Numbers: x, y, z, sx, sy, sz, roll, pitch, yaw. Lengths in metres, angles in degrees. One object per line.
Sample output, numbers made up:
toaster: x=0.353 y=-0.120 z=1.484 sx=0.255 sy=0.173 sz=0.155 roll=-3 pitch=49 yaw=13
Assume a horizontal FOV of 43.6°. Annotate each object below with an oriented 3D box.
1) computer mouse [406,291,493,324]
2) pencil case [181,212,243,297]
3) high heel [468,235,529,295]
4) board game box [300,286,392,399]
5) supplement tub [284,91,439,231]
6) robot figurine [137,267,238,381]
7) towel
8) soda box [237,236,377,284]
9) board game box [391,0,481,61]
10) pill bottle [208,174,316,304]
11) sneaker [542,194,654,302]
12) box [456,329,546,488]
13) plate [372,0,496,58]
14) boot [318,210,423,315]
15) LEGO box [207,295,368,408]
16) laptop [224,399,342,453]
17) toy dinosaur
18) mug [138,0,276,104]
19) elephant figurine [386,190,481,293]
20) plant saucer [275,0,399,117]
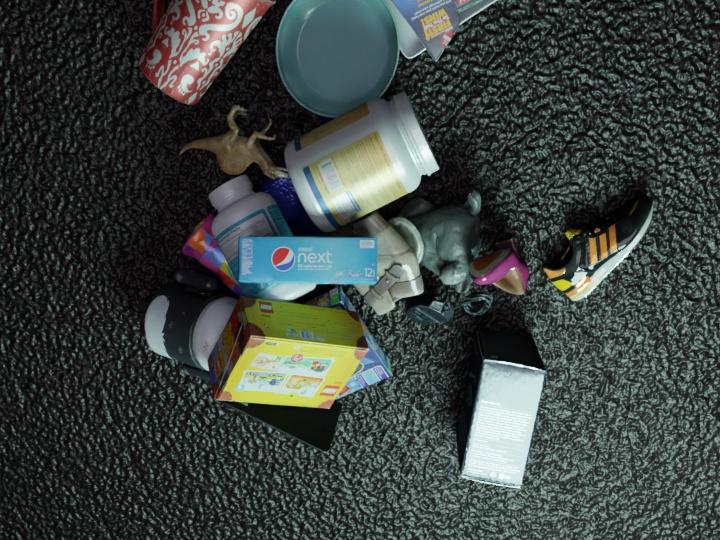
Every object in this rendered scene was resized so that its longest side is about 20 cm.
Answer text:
computer mouse: x=0.139 y=0.051 z=1.412 sx=0.058 sy=0.198 sz=0.035 roll=34 pitch=63 yaw=-25
pencil case: x=-0.192 y=-0.002 z=1.452 sx=0.199 sy=0.089 sz=0.089 roll=42 pitch=104 yaw=-7
high heel: x=0.220 y=0.014 z=1.370 sx=0.066 sy=0.199 sz=0.098 roll=-15 pitch=99 yaw=29
board game box: x=-0.047 y=0.126 z=1.452 sx=0.133 sy=0.035 sz=0.201 roll=-23 pitch=131 yaw=11
supplement tub: x=0.002 y=-0.160 z=1.316 sx=0.197 sy=0.145 sz=0.147 roll=-25 pitch=103 yaw=9
robot figurine: x=-0.264 y=0.088 z=1.444 sx=0.197 sy=0.151 sz=0.126 roll=14 pitch=64 yaw=29
towel: x=-0.056 y=-0.141 z=1.426 sx=0.200 sy=0.050 sz=0.148 roll=-43 pitch=104 yaw=13
soda box: x=-0.074 y=-0.014 z=1.280 sx=0.195 sy=0.068 sz=0.066 roll=1 pitch=87 yaw=-1
board game box: x=0.115 y=-0.419 z=1.296 sx=0.196 sy=0.062 sz=0.203 roll=-22 pitch=104 yaw=9
pill bottle: x=-0.155 y=-0.039 z=1.369 sx=0.109 sy=0.111 sz=0.203 roll=-28 pitch=88 yaw=11
sneaker: x=0.370 y=-0.049 z=1.407 sx=0.089 sy=0.070 sz=0.201 roll=35 pitch=106 yaw=-9
box: x=0.222 y=0.218 z=1.449 sx=0.102 sy=0.148 sz=0.205 roll=10 pitch=106 yaw=1
plate: x=0.100 y=-0.454 z=1.335 sx=0.197 sy=0.032 sz=0.202 roll=-32 pitch=101 yaw=10
boot: x=0.000 y=0.000 z=1.379 sx=0.198 sy=0.070 sz=0.148 roll=-19 pitch=106 yaw=40
LEGO box: x=-0.108 y=0.126 z=1.342 sx=0.196 sy=0.078 sz=0.150 roll=9 pitch=132 yaw=-30
laptop: x=-0.128 y=0.225 z=1.440 sx=0.175 sy=0.200 sz=0.105 roll=27 pitch=66 yaw=-3
toy dinosaur: x=-0.198 y=-0.201 z=1.395 sx=0.196 sy=0.058 sz=0.103 roll=17 pitch=88 yaw=18
mug: x=-0.241 y=-0.373 z=1.352 sx=0.132 sy=0.179 sz=0.201 roll=22 pitch=115 yaw=-40
elephant figurine: x=0.084 y=-0.043 z=1.407 sx=0.196 sy=0.142 sz=0.159 roll=12 pitch=77 yaw=16
plant saucer: x=-0.031 y=-0.333 z=1.357 sx=0.195 sy=0.036 sz=0.205 roll=3 pitch=99 yaw=17
